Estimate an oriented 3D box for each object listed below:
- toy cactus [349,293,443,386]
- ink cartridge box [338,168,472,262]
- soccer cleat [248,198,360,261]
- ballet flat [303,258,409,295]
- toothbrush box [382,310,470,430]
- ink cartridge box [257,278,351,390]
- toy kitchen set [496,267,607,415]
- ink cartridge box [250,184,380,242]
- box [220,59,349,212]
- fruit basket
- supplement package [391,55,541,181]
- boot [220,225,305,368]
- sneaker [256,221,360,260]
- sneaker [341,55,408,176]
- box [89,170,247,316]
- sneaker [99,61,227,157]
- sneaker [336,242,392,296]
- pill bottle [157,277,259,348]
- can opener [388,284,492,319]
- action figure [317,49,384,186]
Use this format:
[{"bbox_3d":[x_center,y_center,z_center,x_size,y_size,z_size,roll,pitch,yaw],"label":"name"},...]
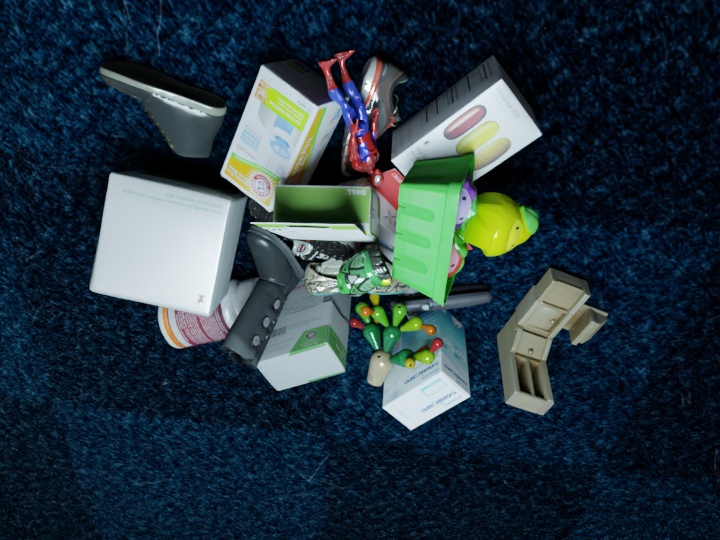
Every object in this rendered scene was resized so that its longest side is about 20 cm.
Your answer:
[{"bbox_3d":[0.050,0.140,1.139,0.200,0.102,0.166,28,110,27],"label":"toy cactus"},{"bbox_3d":[0.063,-0.078,1.045,0.200,0.045,0.176,42,159,-23],"label":"ink cartridge box"},{"bbox_3d":[-0.092,-0.085,1.052,0.199,0.073,0.068,23,144,0],"label":"soccer cleat"},{"bbox_3d":[-0.003,0.006,1.123,0.199,0.068,0.076,-1,128,-4],"label":"ballet flat"},{"bbox_3d":[0.125,0.181,1.189,0.146,0.200,0.085,-37,116,28],"label":"toothbrush box"},{"bbox_3d":[-0.100,0.108,1.159,0.146,0.200,0.084,-18,126,18],"label":"ink cartridge box"},{"bbox_3d":[0.381,0.142,1.149,0.163,0.181,0.200,19,129,-10],"label":"toy kitchen set"},{"bbox_3d":[-0.057,-0.088,0.898,0.147,0.200,0.076,3,87,9],"label":"ink cartridge box"},{"bbox_3d":[-0.121,-0.210,0.971,0.112,0.101,0.200,38,124,9],"label":"box"},{"bbox_3d":[0.160,-0.062,0.921,0.215,0.156,0.216,10,123,15],"label":"fruit basket"},{"bbox_3d":[0.159,-0.213,0.958,0.200,0.110,0.114,-34,117,26],"label":"supplement package"},{"bbox_3d":[-0.183,0.048,1.052,0.065,0.200,0.165,15,156,35],"label":"boot"},{"bbox_3d":[-0.096,-0.048,1.116,0.199,0.089,0.074,21,123,-11],"label":"sneaker"},{"bbox_3d":[0.022,-0.232,0.982,0.082,0.077,0.200,13,127,-12],"label":"sneaker"},{"bbox_3d":[-0.316,-0.052,1.044,0.198,0.171,0.201,13,101,-4],"label":"box"},{"bbox_3d":[-0.325,-0.254,0.994,0.199,0.075,0.106,20,122,-11],"label":"sneaker"},{"bbox_3d":[0.000,0.000,0.996,0.085,0.200,0.078,-22,87,2],"label":"sneaker"},{"bbox_3d":[-0.279,0.079,1.207,0.199,0.114,0.114,-12,124,14],"label":"pill bottle"},{"bbox_3d":[0.151,0.052,1.178,0.199,0.063,0.079,0,125,6],"label":"can opener"},{"bbox_3d":[-0.003,-0.217,0.912,0.052,0.065,0.201,3,123,37],"label":"action figure"}]
